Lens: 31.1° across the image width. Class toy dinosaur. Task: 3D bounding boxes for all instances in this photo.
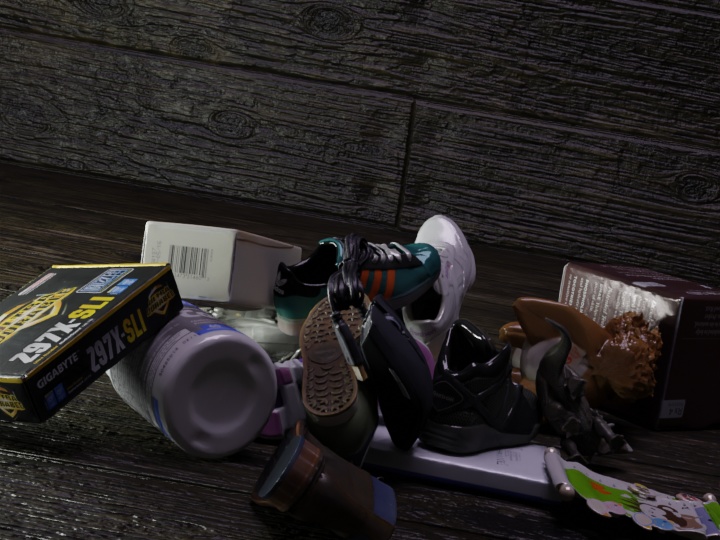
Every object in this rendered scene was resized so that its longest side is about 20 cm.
[{"bbox_3d":[0.205,0.135,1.285,0.201,0.077,0.102,55,-3,-21],"label":"toy dinosaur"}]

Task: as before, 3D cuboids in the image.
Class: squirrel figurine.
[{"bbox_3d":[0.257,0.113,1.522,0.196,0.144,0.187,0,-9,8],"label":"squirrel figurine"}]

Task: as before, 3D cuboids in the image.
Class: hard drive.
[{"bbox_3d":[0.091,0.176,1.225,0.197,0.026,0.132,11,8,5],"label":"hard drive"}]

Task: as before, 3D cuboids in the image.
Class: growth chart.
[{"bbox_3d":[0.254,0.206,1.157,0.197,0.018,0.145,18,8,-10],"label":"growth chart"}]

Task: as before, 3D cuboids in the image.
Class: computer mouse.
[{"bbox_3d":[0.025,0.074,1.114,0.045,0.203,0.141,-13,16,14],"label":"computer mouse"}]

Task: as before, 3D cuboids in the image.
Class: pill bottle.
[{"bbox_3d":[-0.168,0.090,1.201,0.112,0.116,0.199,5,9,-32],"label":"pill bottle"}]

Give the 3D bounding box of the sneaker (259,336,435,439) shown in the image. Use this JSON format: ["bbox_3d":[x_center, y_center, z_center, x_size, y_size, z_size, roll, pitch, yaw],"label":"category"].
[{"bbox_3d":[-0.026,0.111,1.266,0.197,0.082,0.088,-12,-5,-11],"label":"sneaker"}]

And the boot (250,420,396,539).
[{"bbox_3d":[-0.029,0.176,1.021,0.096,0.075,0.200,34,-4,-3],"label":"boot"}]

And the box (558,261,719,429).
[{"bbox_3d":[0.369,0.093,1.651,0.164,0.167,0.199,3,10,-38],"label":"box"}]

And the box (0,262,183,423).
[{"bbox_3d":[-0.275,0.059,1.138,0.158,0.050,0.200,1,28,34],"label":"box"}]

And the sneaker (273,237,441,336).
[{"bbox_3d":[0.000,0.000,1.358,0.198,0.081,0.071,-21,34,-24],"label":"sneaker"}]

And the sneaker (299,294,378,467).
[{"bbox_3d":[-0.017,0.105,1.169,0.066,0.091,0.201,-7,29,7],"label":"sneaker"}]

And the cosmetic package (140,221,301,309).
[{"bbox_3d":[-0.140,-0.002,1.336,0.102,0.074,0.200,6,-1,15],"label":"cosmetic package"}]

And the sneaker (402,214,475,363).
[{"bbox_3d":[0.087,0.008,1.464,0.074,0.202,0.100,-5,-38,14],"label":"sneaker"}]

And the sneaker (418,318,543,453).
[{"bbox_3d":[0.129,0.108,1.253,0.075,0.116,0.198,17,8,35],"label":"sneaker"}]

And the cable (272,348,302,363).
[{"bbox_3d":[-0.066,0.088,1.341,0.197,0.051,0.097,-12,-7,17],"label":"cable"}]

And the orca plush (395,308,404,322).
[{"bbox_3d":[0.006,0.075,1.494,0.198,0.105,0.072,16,47,-36],"label":"orca plush"}]

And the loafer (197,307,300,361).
[{"bbox_3d":[-0.116,0.080,1.425,0.196,0.071,0.070,1,16,6],"label":"loafer"}]
